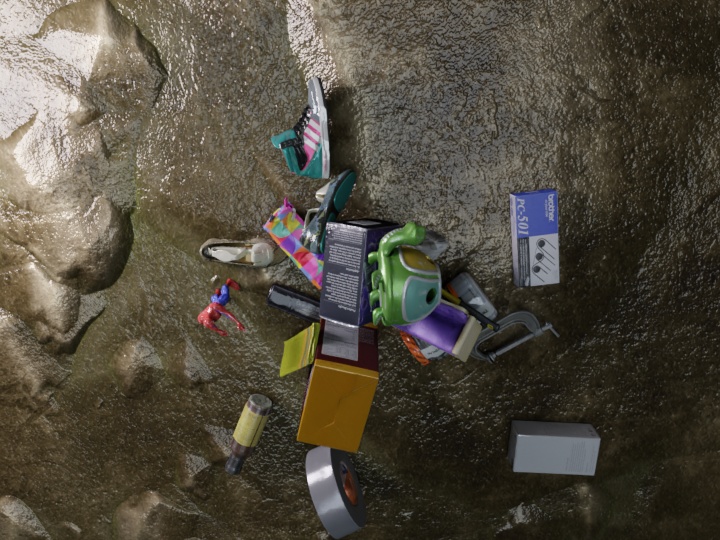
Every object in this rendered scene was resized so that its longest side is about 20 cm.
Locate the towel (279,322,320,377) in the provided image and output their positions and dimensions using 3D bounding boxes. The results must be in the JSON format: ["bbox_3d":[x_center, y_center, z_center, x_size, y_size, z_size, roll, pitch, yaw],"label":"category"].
[{"bbox_3d":[-0.136,0.174,1.213,0.018,0.200,0.088,19,65,-20],"label":"towel"}]

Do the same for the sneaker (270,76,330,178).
[{"bbox_3d":[-0.126,-0.289,1.158,0.118,0.084,0.205,-5,106,-8],"label":"sneaker"}]

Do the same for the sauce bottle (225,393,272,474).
[{"bbox_3d":[-0.272,0.394,1.341,0.064,0.065,0.203,24,103,-6],"label":"sauce bottle"}]

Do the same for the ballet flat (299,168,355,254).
[{"bbox_3d":[-0.074,-0.132,1.175,0.073,0.074,0.203,25,69,-6],"label":"ballet flat"}]

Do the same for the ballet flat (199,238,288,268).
[{"bbox_3d":[-0.254,-0.035,1.224,0.195,0.075,0.069,2,102,0],"label":"ballet flat"}]

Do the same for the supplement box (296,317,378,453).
[{"bbox_3d":[-0.046,0.236,1.210,0.130,0.201,0.201,12,116,-5],"label":"supplement box"}]

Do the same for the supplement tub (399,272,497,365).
[{"bbox_3d":[0.190,0.109,1.234,0.199,0.123,0.123,-40,101,10],"label":"supplement tub"}]

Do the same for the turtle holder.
[{"bbox_3d":[0.082,0.009,1.051,0.128,0.141,0.190,-3,90,-1],"label":"turtle holder"}]

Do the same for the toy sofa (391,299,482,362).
[{"bbox_3d":[0.136,0.099,1.133,0.084,0.198,0.097,-60,142,-8],"label":"toy sofa"}]

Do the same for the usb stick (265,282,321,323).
[{"bbox_3d":[-0.119,0.087,1.278,0.196,0.033,0.056,22,97,-5],"label":"usb stick"}]

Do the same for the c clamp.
[{"bbox_3d":[0.339,0.156,1.266,0.197,0.027,0.171,-29,135,16],"label":"c clamp"}]

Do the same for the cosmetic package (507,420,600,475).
[{"bbox_3d":[0.458,0.422,1.339,0.195,0.074,0.104,4,105,1],"label":"cosmetic package"}]

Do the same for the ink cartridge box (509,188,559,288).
[{"bbox_3d":[0.380,-0.069,1.226,0.092,0.044,0.205,-6,104,0],"label":"ink cartridge box"}]

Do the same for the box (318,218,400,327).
[{"bbox_3d":[0.000,0.000,1.176,0.103,0.147,0.205,12,104,30],"label":"box"}]

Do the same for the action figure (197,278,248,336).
[{"bbox_3d":[-0.284,0.093,1.193,0.065,0.200,0.099,-40,101,11],"label":"action figure"}]

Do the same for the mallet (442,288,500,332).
[{"bbox_3d":[0.196,0.071,1.152,0.199,0.041,0.066,40,144,20],"label":"mallet"}]

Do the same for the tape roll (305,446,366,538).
[{"bbox_3d":[-0.055,0.503,1.298,0.065,0.201,0.203,-24,103,7],"label":"tape roll"}]

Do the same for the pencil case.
[{"bbox_3d":[-0.123,-0.055,1.214,0.088,0.089,0.201,-39,103,10],"label":"pencil case"}]

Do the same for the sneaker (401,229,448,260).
[{"bbox_3d":[0.109,-0.027,1.178,0.078,0.198,0.101,38,116,33],"label":"sneaker"}]
